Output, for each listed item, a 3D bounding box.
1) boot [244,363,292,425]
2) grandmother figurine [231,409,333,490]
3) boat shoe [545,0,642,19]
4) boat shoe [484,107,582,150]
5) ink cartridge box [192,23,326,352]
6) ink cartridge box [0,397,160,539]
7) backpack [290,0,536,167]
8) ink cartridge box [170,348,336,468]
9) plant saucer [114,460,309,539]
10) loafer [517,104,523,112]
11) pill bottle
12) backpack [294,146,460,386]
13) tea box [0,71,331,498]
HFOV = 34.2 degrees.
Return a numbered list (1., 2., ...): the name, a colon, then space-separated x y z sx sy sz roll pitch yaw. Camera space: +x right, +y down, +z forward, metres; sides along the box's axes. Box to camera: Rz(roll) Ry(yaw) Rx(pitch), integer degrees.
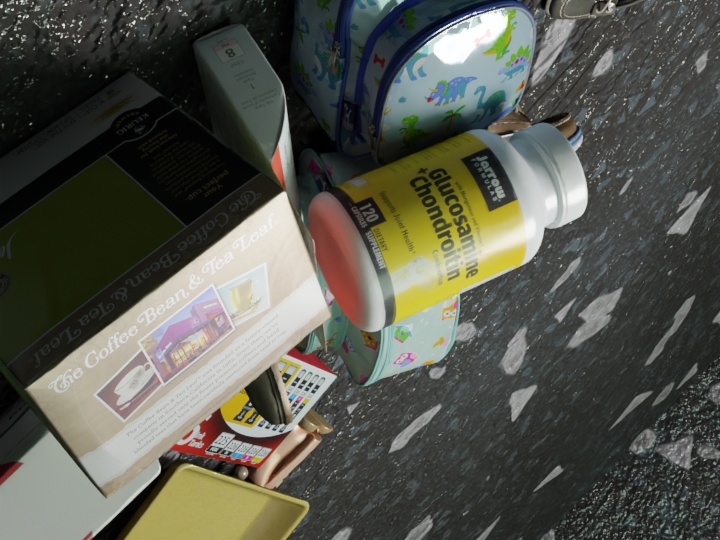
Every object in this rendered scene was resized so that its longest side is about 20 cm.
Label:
1. boot: -0.136 0.061 0.991 0.097 0.201 0.075 -30 -171 -14
2. grandmother figurine: -0.120 0.251 1.391 0.200 0.061 0.121 -53 145 5
3. boat shoe: 0.276 -0.303 1.212 0.199 0.057 0.067 -31 150 -30
4. boat shoe: 0.114 -0.111 1.007 0.199 0.073 0.072 -25 -169 -35
5. ink cartridge box: -0.057 -0.062 0.882 0.057 0.200 0.163 -28 151 -15
6. ink cartridge box: -0.243 0.151 0.913 0.147 0.083 0.200 -44 -164 -7
7. backpack: 0.046 -0.193 0.899 0.182 0.147 0.201 -24 144 -20
8. ink cartridge box: -0.113 0.094 1.147 0.176 0.084 0.200 -50 154 4
9. plant saucer: -0.188 0.299 1.310 0.199 0.048 0.200 28 105 -42
10. loafer: 0.105 -0.185 1.111 0.076 0.068 0.200 -22 138 6
11. pill bottle: 0.068 -0.040 0.893 0.199 0.112 0.112 -24 148 -15
12. backpack: 0.000 0.000 1.054 0.152 0.200 0.176 -19 146 -26
13. tea box: -0.164 0.003 0.792 0.200 0.197 0.134 -38 140 -17
